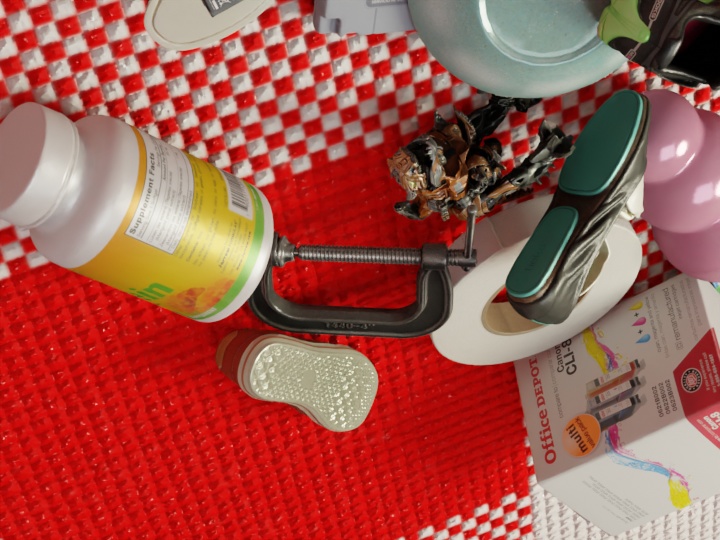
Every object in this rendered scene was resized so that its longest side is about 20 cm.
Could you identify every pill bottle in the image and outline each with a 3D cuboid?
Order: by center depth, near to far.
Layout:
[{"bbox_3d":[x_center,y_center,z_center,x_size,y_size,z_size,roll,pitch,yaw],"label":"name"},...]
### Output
[{"bbox_3d":[-0.169,-0.044,1.139,0.199,0.111,0.111,25,115,-39],"label":"pill bottle"}]

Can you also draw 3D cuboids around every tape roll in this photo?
[{"bbox_3d":[0.147,0.010,1.366,0.201,0.037,0.204,-17,148,-11],"label":"tape roll"}]

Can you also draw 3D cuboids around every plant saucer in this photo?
[{"bbox_3d":[0.133,-0.202,1.117,0.198,0.039,0.203,-4,126,-5],"label":"plant saucer"}]

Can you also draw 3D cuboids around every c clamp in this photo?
[{"bbox_3d":[0.000,0.000,1.275,0.197,0.027,0.172,-1,143,7],"label":"c clamp"}]

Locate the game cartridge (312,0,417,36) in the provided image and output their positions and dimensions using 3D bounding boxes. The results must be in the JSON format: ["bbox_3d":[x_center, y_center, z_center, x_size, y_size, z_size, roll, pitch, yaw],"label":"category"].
[{"bbox_3d":[0.065,-0.239,1.137,0.198,0.041,0.134,-8,135,-20],"label":"game cartridge"}]

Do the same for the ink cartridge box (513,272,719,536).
[{"bbox_3d":[0.264,0.125,1.445,0.199,0.146,0.144,-29,138,25],"label":"ink cartridge box"}]

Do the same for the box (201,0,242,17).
[{"bbox_3d":[-0.071,-0.282,0.965,0.157,0.050,0.201,-29,111,-1],"label":"box"}]

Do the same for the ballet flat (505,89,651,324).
[{"bbox_3d":[0.181,-0.045,1.254,0.068,0.068,0.201,38,80,-38],"label":"ballet flat"}]

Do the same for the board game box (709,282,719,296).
[{"bbox_3d":[0.404,-0.014,1.491,0.165,0.057,0.200,-35,135,3],"label":"board game box"}]

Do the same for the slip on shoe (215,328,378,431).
[{"bbox_3d":[-0.050,0.089,1.359,0.199,0.061,0.075,22,90,-52],"label":"slip on shoe"}]

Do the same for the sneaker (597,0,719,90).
[{"bbox_3d":[0.251,-0.158,1.125,0.198,0.084,0.077,-5,134,-39],"label":"sneaker"}]

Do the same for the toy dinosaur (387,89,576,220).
[{"bbox_3d":[0.090,-0.088,1.250,0.136,0.102,0.200,-44,177,16],"label":"toy dinosaur"}]

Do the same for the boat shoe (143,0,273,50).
[{"bbox_3d":[-0.074,-0.233,1.054,0.075,0.062,0.200,29,110,-39],"label":"boat shoe"}]

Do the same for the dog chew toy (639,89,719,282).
[{"bbox_3d":[0.279,-0.077,1.331,0.124,0.125,0.200,-41,127,13],"label":"dog chew toy"}]
